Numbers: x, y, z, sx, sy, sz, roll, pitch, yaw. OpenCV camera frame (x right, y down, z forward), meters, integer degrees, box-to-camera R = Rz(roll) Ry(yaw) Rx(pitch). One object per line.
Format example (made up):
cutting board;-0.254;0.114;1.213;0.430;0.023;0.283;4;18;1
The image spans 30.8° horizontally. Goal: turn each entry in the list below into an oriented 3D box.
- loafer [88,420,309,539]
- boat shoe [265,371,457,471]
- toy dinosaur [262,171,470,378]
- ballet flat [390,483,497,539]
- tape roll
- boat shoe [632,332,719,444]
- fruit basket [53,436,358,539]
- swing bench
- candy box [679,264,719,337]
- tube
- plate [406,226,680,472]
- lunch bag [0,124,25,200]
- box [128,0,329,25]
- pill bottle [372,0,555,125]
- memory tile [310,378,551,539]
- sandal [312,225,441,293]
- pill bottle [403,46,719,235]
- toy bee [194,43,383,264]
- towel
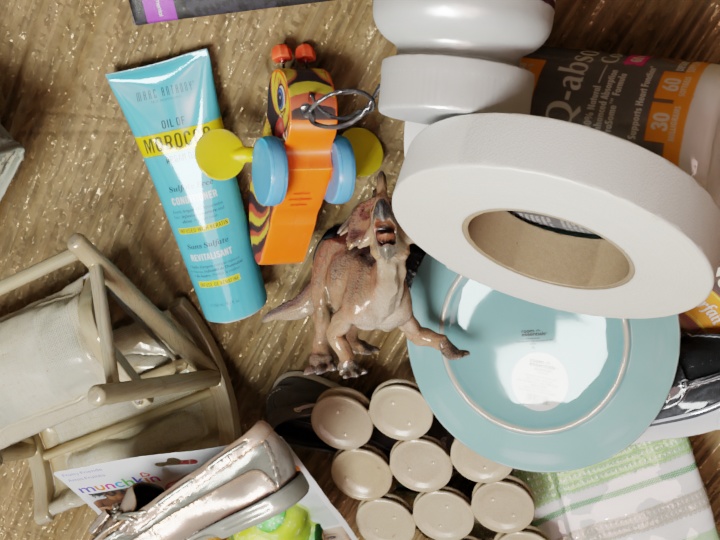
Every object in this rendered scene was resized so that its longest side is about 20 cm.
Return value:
loafer;-0.133;0.165;0.918;0.199;0.072;0.063;-24;94;15
boat shoe;0.019;0.135;1.054;0.198;0.057;0.067;13;122;-1
toy dinosaur;0.000;0.000;0.923;0.085;0.199;0.137;-13;96;-32
ballet flat;0.118;0.226;1.087;0.198;0.071;0.071;11;122;-3
tape roll;0.116;-0.028;0.785;0.201;0.037;0.203;16;161;6
boat shoe;0.210;0.074;0.933;0.199;0.072;0.068;-19;120;33
fruit basket;-0.110;0.194;1.008;0.184;0.094;0.200;-10;147;15
swing bench;-0.228;0.093;1.002;0.198;0.131;0.200;-22;154;17
candy box;0.262;-0.002;0.943;0.200;0.055;0.115;42;117;-18
tube;-0.119;-0.060;0.961;0.077;0.050;0.201;-13;114;6
plate;0.123;0.045;0.917;0.198;0.026;0.202;2;95;20
lunch bag;-0.353;-0.061;0.911;0.164;0.117;0.200;47;122;17
box;-0.067;-0.242;0.846;0.198;0.036;0.144;-4;122;10
pill bottle;0.064;-0.189;0.771;0.108;0.110;0.202;6;91;2
memory tile;0.057;0.168;1.017;0.152;0.017;0.201;-13;115;21
sandal;0.063;0.008;0.983;0.199;0.048;0.076;20;120;10
pill bottle;0.136;-0.084;0.848;0.198;0.116;0.117;10;125;24
toy bee;-0.036;-0.097;0.908;0.130;0.109;0.200;11;143;-38
towel;0.196;0.174;1.032;0.148;0.031;0.201;-21;101;6
